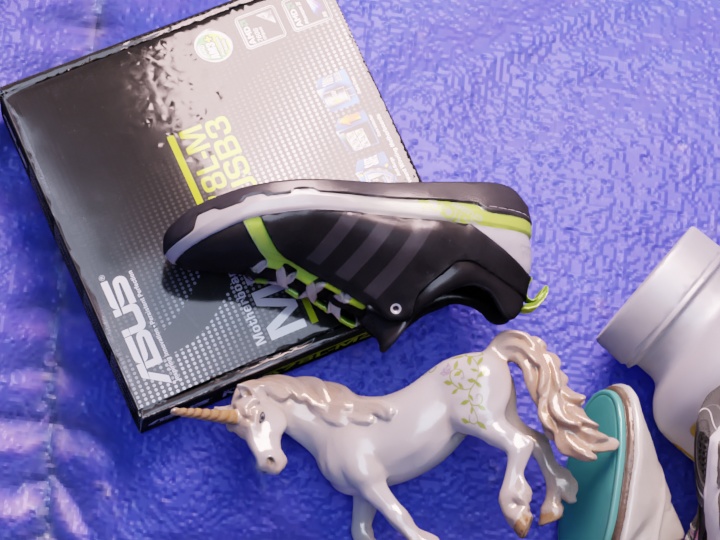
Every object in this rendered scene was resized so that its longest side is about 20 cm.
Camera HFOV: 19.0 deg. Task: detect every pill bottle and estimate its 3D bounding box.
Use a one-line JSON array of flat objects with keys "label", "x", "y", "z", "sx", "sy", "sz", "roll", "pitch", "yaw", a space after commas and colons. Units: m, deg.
[{"label": "pill bottle", "x": 0.226, "y": 0.071, "z": 1.130, "sx": 0.200, "sy": 0.112, "sz": 0.112, "roll": 40, "pitch": 74, "yaw": 5}]

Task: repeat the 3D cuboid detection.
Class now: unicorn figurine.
[{"label": "unicorn figurine", "x": 0.020, "y": 0.094, "z": 1.115, "sx": 0.200, "sy": 0.074, "sz": 0.137, "roll": -26, "pitch": 84, "yaw": -10}]

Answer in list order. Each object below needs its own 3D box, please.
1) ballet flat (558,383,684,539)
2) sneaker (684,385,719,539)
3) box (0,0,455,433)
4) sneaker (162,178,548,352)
[{"label": "ballet flat", "x": 0.136, "y": 0.162, "z": 1.126, "sx": 0.069, "sy": 0.069, "sz": 0.200, "roll": 10, "pitch": 77, "yaw": -4}, {"label": "sneaker", "x": 0.189, "y": 0.146, "z": 1.082, "sx": 0.080, "sy": 0.086, "sz": 0.200, "roll": -23, "pitch": 115, "yaw": -28}, {"label": "box", "x": -0.070, "y": -0.040, "z": 1.162, "sx": 0.193, "sy": 0.048, "sz": 0.200, "roll": -21, "pitch": 78, "yaw": -15}, {"label": "sneaker", "x": 0.000, "y": 0.000, "z": 1.100, "sx": 0.200, "sy": 0.072, "sz": 0.083, "roll": -2, "pitch": 78, "yaw": -9}]
